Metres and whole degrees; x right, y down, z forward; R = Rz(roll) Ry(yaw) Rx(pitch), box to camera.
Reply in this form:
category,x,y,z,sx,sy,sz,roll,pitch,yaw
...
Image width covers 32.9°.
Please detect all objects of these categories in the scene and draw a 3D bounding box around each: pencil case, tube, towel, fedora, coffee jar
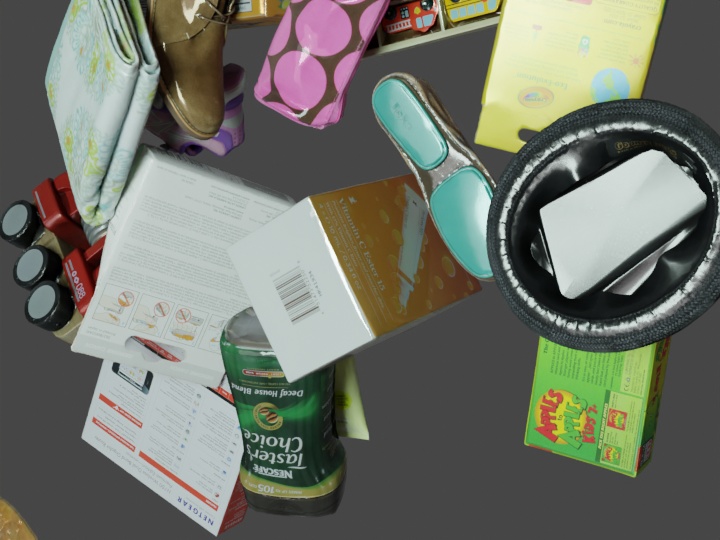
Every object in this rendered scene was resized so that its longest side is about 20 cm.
category,x,y,z,sx,sy,sz,roll,pitch,yaw
pencil case,-0.016,-0.218,1.044,0.093,0.091,0.201,34,118,13
tube,-0.035,0.067,1.167,0.058,0.052,0.201,-147,49,-64
towel,-0.235,-0.168,1.091,0.200,0.048,0.172,-60,39,44
fedora,0.199,-0.031,0.925,0.199,0.091,0.202,-1,89,29
coffee jar,-0.068,0.136,1.139,0.103,0.085,0.201,1,119,13

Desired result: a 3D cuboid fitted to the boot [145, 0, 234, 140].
category,x,y,z,sx,sy,sz,roll,pitch,yaw
boot,-0.141,-0.216,1.060,0.075,0.073,0.202,-11,87,34

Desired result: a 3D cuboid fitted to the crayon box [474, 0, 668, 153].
category,x,y,z,sx,sy,sz,roll,pitch,yaw
crayon box,0.172,-0.187,0.973,0.126,0.051,0.201,16,108,13

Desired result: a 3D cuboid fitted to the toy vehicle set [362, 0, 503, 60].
category,x,y,z,sx,sy,sz,roll,pitch,yaw
toy vehicle set,0.040,-0.259,1.066,0.199,0.026,0.125,-9,95,32

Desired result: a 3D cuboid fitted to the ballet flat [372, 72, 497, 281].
category,x,y,z,sx,sy,sz,roll,pitch,yaw
ballet flat,0.082,-0.085,1.053,0.068,0.067,0.201,-30,85,26

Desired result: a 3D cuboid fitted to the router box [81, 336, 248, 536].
category,x,y,z,sx,sy,sz,roll,pitch,yaw
router box,-0.186,0.145,1.270,0.199,0.049,0.180,31,114,22

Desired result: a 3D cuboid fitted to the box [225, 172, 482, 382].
category,x,y,z,sx,sy,sz,roll,pitch,yaw
box,0.000,0.000,1.040,0.097,0.200,0.125,-29,85,31

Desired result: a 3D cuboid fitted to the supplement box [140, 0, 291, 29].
category,x,y,z,sx,sy,sz,roll,pitch,yaw
supplement box,-0.140,-0.258,1.137,0.199,0.066,0.069,6,101,38

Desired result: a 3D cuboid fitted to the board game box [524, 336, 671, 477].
category,x,y,z,sx,sy,sz,roll,pitch,yaw
board game box,0.204,0.060,1.020,0.101,0.048,0.202,14,106,29

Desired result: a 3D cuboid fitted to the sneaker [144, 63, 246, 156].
category,x,y,z,sx,sy,sz,roll,pitch,yaw
sneaker,-0.190,-0.156,1.202,0.199,0.080,0.089,12,130,34

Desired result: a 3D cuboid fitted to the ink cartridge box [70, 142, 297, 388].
category,x,y,z,sx,sy,sz,roll,pitch,yaw
ink cartridge box,-0.168,-0.001,1.154,0.201,0.160,0.050,-63,30,15

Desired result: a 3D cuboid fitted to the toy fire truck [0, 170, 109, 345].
category,x,y,z,sx,sy,sz,roll,pitch,yaw
toy fire truck,-0.256,-0.045,1.219,0.200,0.129,0.177,-37,54,11
